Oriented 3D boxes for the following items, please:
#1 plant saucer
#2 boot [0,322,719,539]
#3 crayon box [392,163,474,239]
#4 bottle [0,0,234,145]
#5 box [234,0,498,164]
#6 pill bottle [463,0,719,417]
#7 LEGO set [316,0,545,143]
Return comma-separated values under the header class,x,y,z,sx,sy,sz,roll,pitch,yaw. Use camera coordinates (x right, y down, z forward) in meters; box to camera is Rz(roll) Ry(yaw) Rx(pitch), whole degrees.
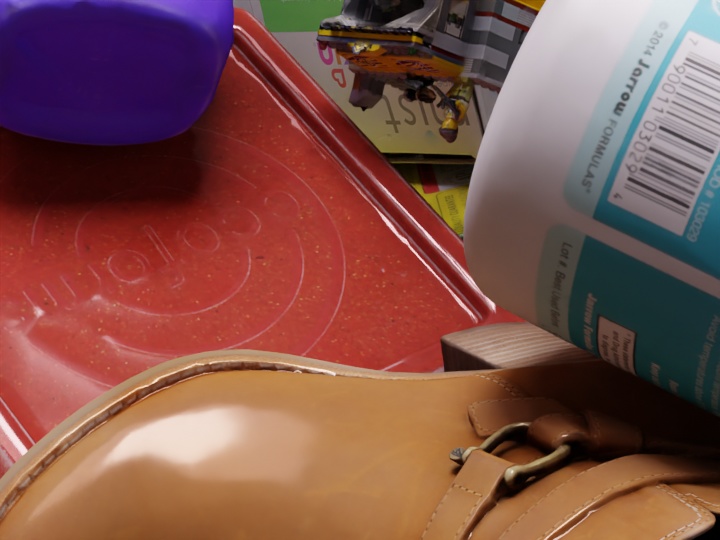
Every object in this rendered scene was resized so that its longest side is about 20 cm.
class,x,y,z,sx,sy,sz,roll,pitch,yaw
plant saucer,-0.059,0.003,0.742,0.199,0.037,0.200,-23,56,-29
boot,0.013,0.073,0.610,0.199,0.077,0.155,-10,19,-23
crayon box,0.000,0.000,0.863,0.199,0.051,0.127,-12,17,1
bottle,-0.090,-0.127,0.788,0.083,0.065,0.200,5,46,-18
box,0.028,-0.109,0.941,0.176,0.097,0.200,-25,20,-37
pill bottle,0.132,-0.002,0.592,0.200,0.111,0.111,27,32,17
LEGO set,0.032,-0.098,0.712,0.200,0.116,0.154,10,-5,39
